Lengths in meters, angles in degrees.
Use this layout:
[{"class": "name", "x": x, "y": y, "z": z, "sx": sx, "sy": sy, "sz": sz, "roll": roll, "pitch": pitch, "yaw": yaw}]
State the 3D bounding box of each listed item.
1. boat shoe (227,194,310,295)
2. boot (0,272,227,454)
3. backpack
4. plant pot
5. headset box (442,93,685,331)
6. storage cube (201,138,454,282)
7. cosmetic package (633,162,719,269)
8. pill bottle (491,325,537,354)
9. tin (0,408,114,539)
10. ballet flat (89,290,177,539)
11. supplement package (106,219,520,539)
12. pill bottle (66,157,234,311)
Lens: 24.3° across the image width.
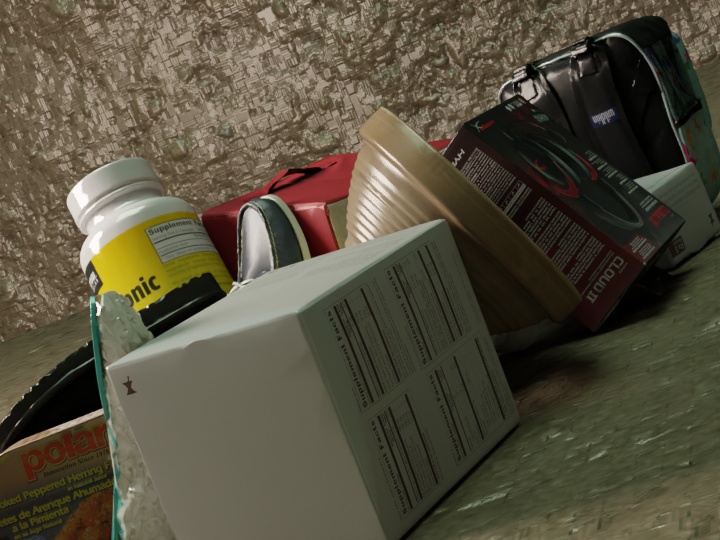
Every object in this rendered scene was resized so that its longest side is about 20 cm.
[{"class": "boat shoe", "x": -0.078, "y": 0.037, "z": 1.349, "sx": 0.062, "sy": 0.200, "sz": 0.075, "roll": -3, "pitch": -6, "yaw": -34}, {"class": "boot", "x": -0.140, "y": 0.115, "z": 1.199, "sx": 0.211, "sy": 0.158, "sz": 0.079, "roll": -35, "pitch": -12, "yaw": -12}, {"class": "backpack", "x": 0.247, "y": -0.123, "z": 1.583, "sx": 0.177, "sy": 0.200, "sz": 0.150, "roll": -22, "pitch": 2, "yaw": 39}, {"class": "plant pot", "x": 0.056, "y": -0.015, "z": 1.190, "sx": 0.093, "sy": 0.201, "sz": 0.201, "roll": -47, "pitch": 7, "yaw": 1}, {"class": "headset box", "x": 0.164, "y": -0.044, "z": 1.342, "sx": 0.075, "sy": 0.200, "sz": 0.149, "roll": -56, "pitch": -11, "yaw": 26}, {"class": "storage cube", "x": 0.000, "y": 0.000, "z": 1.460, "sx": 0.171, "sy": 0.200, "sz": 0.180, "roll": -27, "pitch": 14, "yaw": -37}, {"class": "cosmetic package", "x": 0.208, "y": -0.029, "z": 1.499, "sx": 0.200, "sy": 0.074, "sz": 0.102, "roll": -19, "pitch": 8, "yaw": 40}, {"class": "pill bottle", "x": 0.033, "y": 0.042, "z": 1.295, "sx": 0.200, "sy": 0.104, "sz": 0.104, "roll": -8, "pitch": 1, "yaw": -22}, {"class": "tin", "x": -0.171, "y": 0.150, "z": 1.146, "sx": 0.200, "sy": 0.112, "sz": 0.042, "roll": -21, "pitch": 13, "yaw": 10}, {"class": "ballet flat", "x": -0.137, "y": 0.105, "z": 1.086, "sx": 0.072, "sy": 0.200, "sz": 0.072, "roll": -2, "pitch": 15, "yaw": 1}, {"class": "supplement package", "x": -0.023, "y": 0.080, "z": 1.059, "sx": 0.152, "sy": 0.151, "sz": 0.200, "roll": -17, "pitch": 8, "yaw": 32}, {"class": "pill bottle", "x": -0.173, "y": 0.007, "z": 1.435, "sx": 0.111, "sy": 0.200, "sz": 0.111, "roll": -27, "pitch": -17, "yaw": -9}]
